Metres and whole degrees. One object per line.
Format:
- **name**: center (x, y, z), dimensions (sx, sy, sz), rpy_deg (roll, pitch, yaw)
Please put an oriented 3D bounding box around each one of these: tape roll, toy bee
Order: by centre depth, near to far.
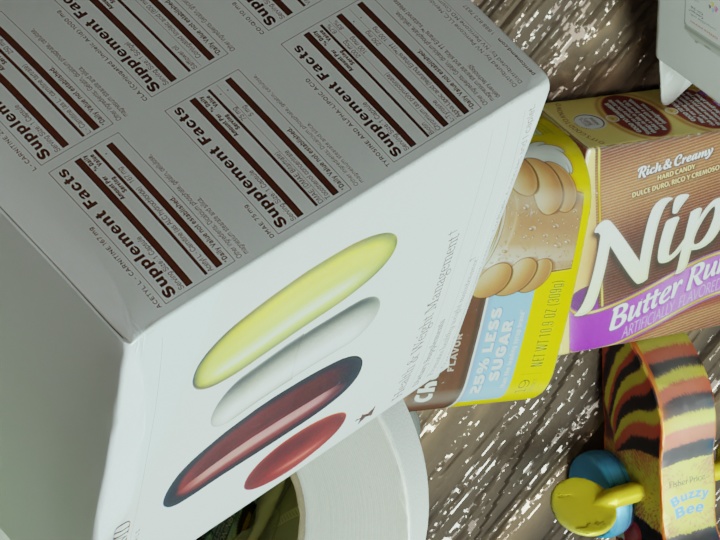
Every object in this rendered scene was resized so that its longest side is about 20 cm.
- **tape roll**: center (-0.069, 0.097, 1.133), dimensions (0.202, 0.037, 0.204), rpy_deg (4, 106, 15)
- **toy bee**: center (0.169, 0.130, 1.378), dimensions (0.131, 0.109, 0.201), rpy_deg (-31, 128, -13)

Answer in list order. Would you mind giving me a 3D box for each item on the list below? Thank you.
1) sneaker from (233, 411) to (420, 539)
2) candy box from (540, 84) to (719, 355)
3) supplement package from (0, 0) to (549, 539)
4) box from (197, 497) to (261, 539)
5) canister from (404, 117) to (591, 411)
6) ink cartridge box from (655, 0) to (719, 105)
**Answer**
- **sneaker**: center (-0.010, 0.132, 1.244), dimensions (0.200, 0.082, 0.075), rpy_deg (-56, 136, -42)
- **candy box**: center (0.177, -0.033, 1.320), dimensions (0.199, 0.056, 0.117), rpy_deg (-9, 122, -27)
- **supplement package**: center (-0.064, -0.015, 0.980), dimensions (0.200, 0.147, 0.192), rpy_deg (-33, 156, -29)
- **box**: center (-0.080, 0.210, 1.246), dimensions (0.137, 0.040, 0.201), rpy_deg (58, 43, -42)
- **canister**: center (0.000, 0.000, 1.217), dimensions (0.199, 0.087, 0.149), rpy_deg (-4, 118, -30)
- **ink cartridge box**: center (0.198, -0.151, 1.203), dimensions (0.116, 0.067, 0.200), rpy_deg (-41, 153, -19)
